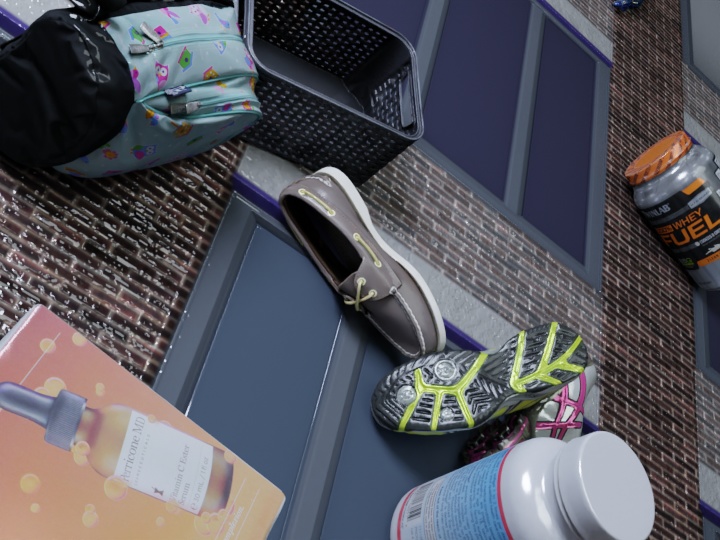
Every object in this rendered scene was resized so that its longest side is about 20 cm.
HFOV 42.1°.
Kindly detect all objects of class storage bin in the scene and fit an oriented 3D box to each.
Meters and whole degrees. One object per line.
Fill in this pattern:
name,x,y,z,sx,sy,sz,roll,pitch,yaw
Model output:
storage bin,-0.046,-0.184,0.893,0.199,0.094,0.136,20,52,-34

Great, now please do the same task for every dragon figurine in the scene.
dragon figurine,0.473,-0.483,1.584,0.199,0.059,0.100,-12,73,-45

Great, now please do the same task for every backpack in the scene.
backpack,-0.172,-0.144,0.723,0.200,0.166,0.127,-25,102,-51

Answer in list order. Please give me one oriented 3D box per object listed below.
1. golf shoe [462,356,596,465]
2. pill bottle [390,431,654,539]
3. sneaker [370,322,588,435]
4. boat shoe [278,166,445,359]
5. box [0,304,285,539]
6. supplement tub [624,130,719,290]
golf shoe,0.178,0.157,0.906,0.200,0.072,0.092,-39,97,-39
pill bottle,0.123,0.196,0.730,0.108,0.200,0.109,22,52,-31
sneaker,0.106,0.109,0.837,0.199,0.077,0.076,-12,63,-11
boat shoe,0.000,0.000,0.839,0.059,0.072,0.201,-28,82,-42
box,-0.172,0.150,0.558,0.200,0.106,0.153,41,44,-16
supplement tub,0.458,-0.082,1.272,0.200,0.122,0.123,50,42,-6
